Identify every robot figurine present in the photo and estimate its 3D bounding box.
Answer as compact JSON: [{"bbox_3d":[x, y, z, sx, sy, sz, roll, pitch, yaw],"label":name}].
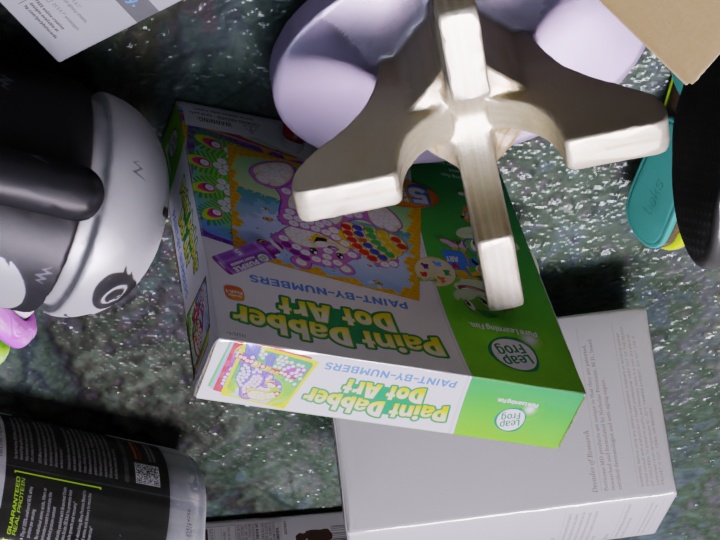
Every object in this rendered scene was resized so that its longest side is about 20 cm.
[{"bbox_3d":[-0.196,-0.045,0.979,0.198,0.151,0.125,14,124,-24],"label":"robot figurine"}]

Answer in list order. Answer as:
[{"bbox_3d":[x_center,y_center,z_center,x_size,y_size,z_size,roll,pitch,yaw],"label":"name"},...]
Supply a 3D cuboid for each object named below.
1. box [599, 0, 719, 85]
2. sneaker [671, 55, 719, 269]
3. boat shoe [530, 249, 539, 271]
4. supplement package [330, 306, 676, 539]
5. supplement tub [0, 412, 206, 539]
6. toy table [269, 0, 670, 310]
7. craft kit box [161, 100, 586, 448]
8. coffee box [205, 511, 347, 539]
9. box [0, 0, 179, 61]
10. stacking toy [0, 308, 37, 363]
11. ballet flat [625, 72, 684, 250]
[{"bbox_3d":[0.121,-0.204,0.825,0.200,0.021,0.164,44,129,5],"label":"box"},{"bbox_3d":[0.210,-0.100,0.906,0.107,0.067,0.204,-2,105,-15],"label":"sneaker"},{"bbox_3d":[0.005,0.018,1.136,0.197,0.075,0.066,-10,162,-3],"label":"boat shoe"},{"bbox_3d":[0.083,0.106,1.192,0.198,0.121,0.121,-7,161,-1],"label":"supplement package"},{"bbox_3d":[-0.208,0.158,1.226,0.198,0.123,0.123,15,136,-25],"label":"supplement tub"},{"bbox_3d":[0.056,-0.085,0.963,0.198,0.118,0.185,-21,130,9],"label":"toy table"},{"bbox_3d":[0.000,0.000,1.008,0.198,0.199,0.049,9,129,-21],"label":"craft kit box"},{"bbox_3d":[-0.089,0.240,1.379,0.198,0.080,0.114,-5,142,-4],"label":"coffee box"},{"bbox_3d":[-0.102,-0.194,0.883,0.198,0.041,0.156,-24,138,17],"label":"box"},{"bbox_3d":[-0.227,0.021,1.092,0.199,0.117,0.110,-31,132,6],"label":"stacking toy"},{"bbox_3d":[0.199,-0.088,1.054,0.066,0.067,0.201,-18,148,-22],"label":"ballet flat"}]
